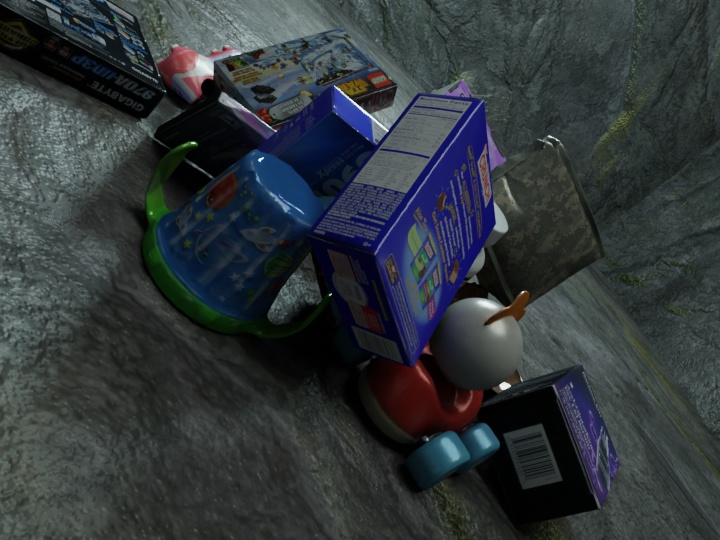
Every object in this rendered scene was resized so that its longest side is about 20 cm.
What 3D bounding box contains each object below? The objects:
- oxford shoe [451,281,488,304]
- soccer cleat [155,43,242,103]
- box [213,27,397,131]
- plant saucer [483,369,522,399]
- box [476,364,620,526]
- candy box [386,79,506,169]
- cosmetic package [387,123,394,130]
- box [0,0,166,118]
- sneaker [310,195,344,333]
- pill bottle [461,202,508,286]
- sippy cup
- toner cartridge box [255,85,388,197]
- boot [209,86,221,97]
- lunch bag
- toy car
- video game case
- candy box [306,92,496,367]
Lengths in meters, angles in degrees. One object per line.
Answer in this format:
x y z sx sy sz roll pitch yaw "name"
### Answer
0.140 0.035 0.972 0.200 0.071 0.071 37 24 -22 "oxford shoe"
-0.204 -0.267 0.942 0.077 0.067 0.200 57 23 -1 "soccer cleat"
-0.071 -0.243 0.886 0.200 0.040 0.137 -25 62 -27 "box"
0.168 0.123 1.017 0.200 0.037 0.200 41 22 -21 "plant saucer"
0.241 0.211 0.856 0.200 0.104 0.148 -3 72 -63 "box"
0.113 -0.154 1.001 0.200 0.072 0.168 -45 112 -30 "candy box"
0.093 -0.130 1.084 0.200 0.071 0.101 45 60 -12 "cosmetic package"
-0.318 -0.265 0.729 0.200 0.046 0.159 21 33 -50 "box"
0.000 0.000 0.728 0.200 0.095 0.079 81 -5 -51 "sneaker"
0.081 -0.016 0.842 0.111 0.200 0.111 32 32 -23 "pill bottle"
-0.104 -0.033 0.620 0.178 0.130 0.140 34 25 -34 "sippy cup"
-0.066 -0.093 0.699 0.095 0.200 0.043 33 39 -35 "toner cartridge box"
-0.120 -0.208 0.958 0.131 0.068 0.200 34 28 6 "boot"
0.221 -0.069 0.936 0.200 0.164 0.118 61 -6 -34 "lunch bag"
0.111 0.093 0.721 0.177 0.200 0.184 10 42 -59 "toy car"
-0.114 -0.116 0.763 0.200 0.143 0.019 34 63 -33 "video game case"
0.052 -0.040 0.641 0.077 0.200 0.169 19 -32 30 "candy box"
